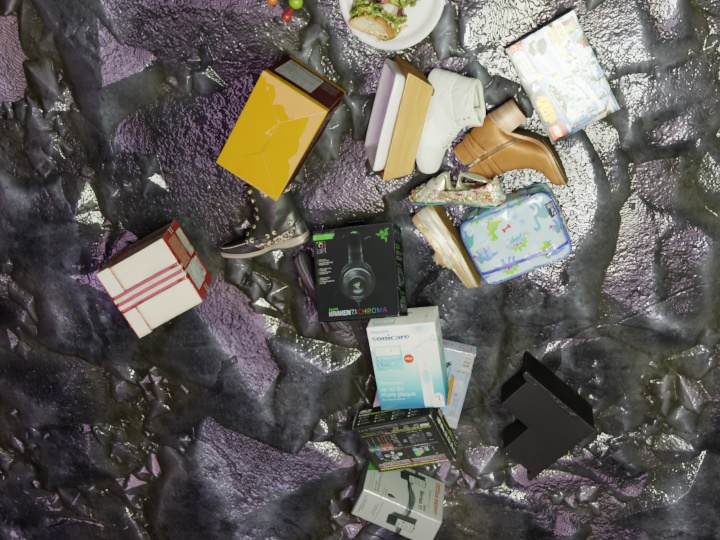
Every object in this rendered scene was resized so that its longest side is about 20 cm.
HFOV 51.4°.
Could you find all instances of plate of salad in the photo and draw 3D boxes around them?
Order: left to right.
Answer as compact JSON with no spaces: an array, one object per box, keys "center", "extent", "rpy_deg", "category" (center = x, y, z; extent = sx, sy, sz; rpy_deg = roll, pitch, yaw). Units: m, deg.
[{"center":[0.055,-0.504,1.364],"extent":[0.198,0.048,0.202],"rpy_deg":[4,114,10],"category":"plate of salad"}]

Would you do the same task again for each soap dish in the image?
[{"center":[0.071,-0.286,1.404],"extent":[0.080,0.158,0.201],"rpy_deg":[8,116,-11],"category":"soap dish"}]

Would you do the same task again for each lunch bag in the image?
[{"center":[0.311,-0.070,1.489],"extent":[0.199,0.083,0.162],"rpy_deg":[-20,111,19],"category":"lunch bag"}]

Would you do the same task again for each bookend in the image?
[{"center":[0.369,0.321,1.641],"extent":[0.198,0.092,0.200],"rpy_deg":[39,116,-6],"category":"bookend"}]

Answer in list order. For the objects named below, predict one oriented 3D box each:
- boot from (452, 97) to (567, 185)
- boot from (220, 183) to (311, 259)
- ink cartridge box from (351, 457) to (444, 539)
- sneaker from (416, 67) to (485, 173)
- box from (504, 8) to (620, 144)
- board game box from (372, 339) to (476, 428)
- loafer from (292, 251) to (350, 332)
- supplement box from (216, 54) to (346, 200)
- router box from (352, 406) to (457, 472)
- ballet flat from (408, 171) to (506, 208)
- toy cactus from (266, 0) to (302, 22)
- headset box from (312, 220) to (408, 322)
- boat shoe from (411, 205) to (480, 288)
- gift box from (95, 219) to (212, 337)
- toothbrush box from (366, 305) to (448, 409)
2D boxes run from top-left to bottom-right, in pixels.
[{"center":[0.288,-0.210,1.438],"extent":[0.154,0.074,0.200],"rpy_deg":[-38,92,27],"category":"boot"},{"center":[-0.215,-0.111,1.572],"extent":[0.198,0.073,0.152],"rpy_deg":[-11,112,11],"category":"boot"},{"center":[0.093,0.534,1.757],"extent":[0.199,0.147,0.084],"rpy_deg":[23,115,-1],"category":"ink cartridge box"},{"center":[0.172,-0.269,1.411],"extent":[0.115,0.073,0.202],"rpy_deg":[22,118,31],"category":"sneaker"},{"center":[0.369,-0.354,1.375],"extent":[0.136,0.040,0.201],"rpy_deg":[-26,106,19],"category":"box"},{"center":[0.141,0.241,1.676],"extent":[0.198,0.041,0.202],"rpy_deg":[13,115,5],"category":"board game box"},{"center":[-0.098,0.054,1.627],"extent":[0.063,0.072,0.201],"rpy_deg":[-24,110,24],"category":"loafer"},{"center":[-0.145,-0.274,1.417],"extent":[0.132,0.200,0.198],"rpy_deg":[32,115,-4],"category":"supplement box"},{"center":[0.102,0.372,1.692],"extent":[0.199,0.062,0.151],"rpy_deg":[-15,120,24],"category":"router box"},{"center":[0.187,-0.162,1.464],"extent":[0.198,0.076,0.064],"rpy_deg":[5,118,24],"category":"ballet flat"},{"center":[-0.158,-0.574,1.363],"extent":[0.165,0.102,0.200],"rpy_deg":[-44,98,5],"category":"toy cactus"},{"center":[0.000,0.000,1.535],"extent":[0.172,0.093,0.202],"rpy_deg":[-5,84,13],"category":"headset box"},{"center":[0.175,-0.045,1.534],"extent":[0.069,0.074,0.201],"rpy_deg":[-28,99,26],"category":"boat shoe"},{"center":[-0.442,0.021,1.618],"extent":[0.186,0.200,0.185],"rpy_deg":[-28,103,4],"category":"gift box"},{"center":[0.104,0.186,1.591],"extent":[0.145,0.085,0.202],"rpy_deg":[-4,110,12],"category":"toothbrush box"}]
